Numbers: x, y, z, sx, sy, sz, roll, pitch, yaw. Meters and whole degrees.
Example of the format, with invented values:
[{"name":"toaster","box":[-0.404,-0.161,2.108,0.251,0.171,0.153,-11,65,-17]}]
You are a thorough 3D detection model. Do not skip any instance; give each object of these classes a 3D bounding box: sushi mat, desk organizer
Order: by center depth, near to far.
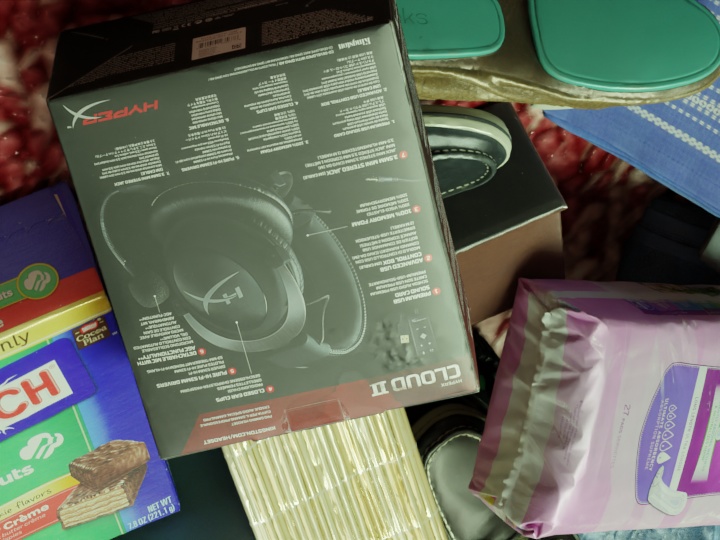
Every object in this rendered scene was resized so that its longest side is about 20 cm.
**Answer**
[{"name":"desk organizer","box":[0.000,0.000,1.230,0.199,0.072,0.077,-23,148,-7]},{"name":"sushi mat","box":[-0.002,0.140,1.257,0.095,0.012,0.201,-25,119,-12]}]

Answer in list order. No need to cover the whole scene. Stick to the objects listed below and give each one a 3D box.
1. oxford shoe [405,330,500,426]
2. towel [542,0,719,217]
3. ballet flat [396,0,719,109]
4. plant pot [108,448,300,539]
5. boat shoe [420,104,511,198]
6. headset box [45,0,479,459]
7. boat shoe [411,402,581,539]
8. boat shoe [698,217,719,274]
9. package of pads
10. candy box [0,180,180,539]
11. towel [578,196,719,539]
[{"name":"oxford shoe","box":[0.036,0.072,1.355,0.084,0.073,0.200,-34,134,15]},{"name":"towel","box":[0.174,-0.114,1.151,0.024,0.144,0.201,-49,167,-46]},{"name":"ballet flat","box":[0.066,-0.099,1.138,0.198,0.068,0.072,-2,162,-17]},{"name":"plant pot","box":[-0.096,0.158,1.322,0.200,0.142,0.141,-41,145,4]},{"name":"boat shoe","box":[-0.023,-0.026,1.161,0.198,0.063,0.075,-15,156,-3]},{"name":"headset box","box":[-0.036,-0.016,1.077,0.148,0.077,0.201,-13,119,5]},{"name":"boat shoe","box":[0.090,0.154,1.324,0.073,0.065,0.200,-39,119,-6]},{"name":"boat shoe","box":[0.232,-0.056,1.245,0.074,0.066,0.200,-61,175,-29]},{"name":"package of pads","box":[0.153,0.070,1.275,0.199,0.076,0.121,2,109,-40]},{"name":"candy box","box":[-0.187,0.070,1.188,0.168,0.077,0.201,-22,145,-7]},{"name":"towel","box":[0.174,0.064,1.374,0.111,0.049,0.202,11,105,-28]}]
